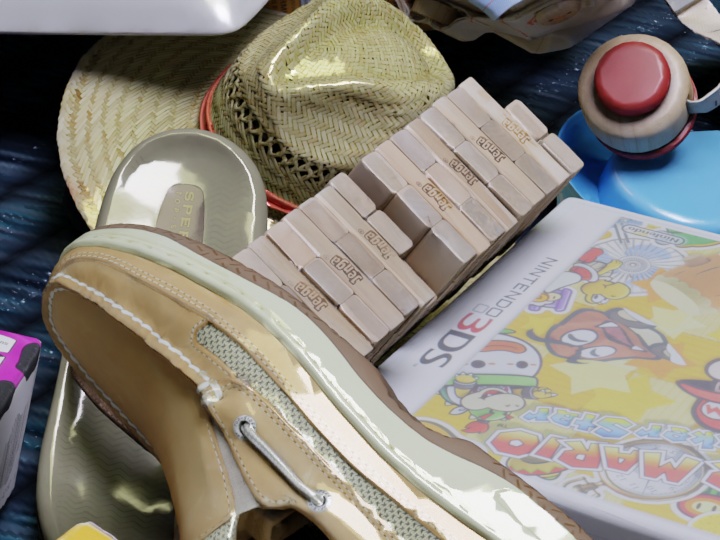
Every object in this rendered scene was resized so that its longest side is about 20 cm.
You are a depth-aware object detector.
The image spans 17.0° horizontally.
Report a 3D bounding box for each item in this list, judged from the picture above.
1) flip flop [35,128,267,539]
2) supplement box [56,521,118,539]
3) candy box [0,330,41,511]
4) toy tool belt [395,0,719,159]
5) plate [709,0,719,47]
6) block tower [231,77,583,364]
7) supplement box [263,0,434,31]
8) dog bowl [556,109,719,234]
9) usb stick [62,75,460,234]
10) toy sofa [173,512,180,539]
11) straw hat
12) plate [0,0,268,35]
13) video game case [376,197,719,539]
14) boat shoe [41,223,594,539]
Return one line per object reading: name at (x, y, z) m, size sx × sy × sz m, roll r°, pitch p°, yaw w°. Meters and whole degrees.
flip flop at (-0.065, 0.032, 0.833) m, size 0.081 × 0.058 × 0.201 m, roll 8°, pitch 62°, yaw -5°
supplement box at (-0.094, 0.177, 0.629) m, size 0.131 × 0.103 × 0.200 m, roll 30°, pitch 40°, yaw 21°
candy box at (-0.186, 0.063, 0.739) m, size 0.136 × 0.061 × 0.200 m, roll 13°, pitch 18°, yaw 0°
toy tool belt at (0.065, -0.144, 0.967) m, size 0.125 × 0.123 × 0.200 m, roll -32°, pitch 69°, yaw 4°
plate at (0.234, -0.089, 1.076) m, size 0.199 × 0.026 × 0.200 m, roll 16°, pitch -2°, yaw 0°
block tower at (0.000, 0.000, 0.824) m, size 0.054 × 0.058 × 0.200 m, roll 44°, pitch 40°, yaw 6°
supplement box at (0.012, -0.144, 1.085) m, size 0.199 × 0.069 × 0.067 m, roll -12°, pitch 28°, yaw -13°
dog bowl at (0.172, -0.024, 1.023) m, size 0.199 × 0.050 × 0.112 m, roll -5°, pitch 40°, yaw -22°
usb stick at (-0.037, -0.053, 1.010) m, size 0.055 × 0.033 × 0.200 m, roll 37°, pitch 43°, yaw 28°
toy sofa at (0.034, 0.137, 0.719) m, size 0.083 × 0.098 × 0.200 m, roll -31°, pitch 54°, yaw -34°
straw hat at (-0.012, -0.063, 0.944) m, size 0.200 × 0.085 × 0.202 m, roll 15°, pitch 48°, yaw -18°
plate at (-0.107, -0.155, 1.022) m, size 0.199 × 0.032 × 0.200 m, roll 4°, pitch 32°, yaw 22°
video game case at (0.116, 0.041, 0.818) m, size 0.199 × 0.023 × 0.182 m, roll 16°, pitch 35°, yaw 28°
boat shoe at (-0.026, 0.059, 0.676) m, size 0.200 × 0.072 × 0.076 m, roll 32°, pitch 58°, yaw 25°
